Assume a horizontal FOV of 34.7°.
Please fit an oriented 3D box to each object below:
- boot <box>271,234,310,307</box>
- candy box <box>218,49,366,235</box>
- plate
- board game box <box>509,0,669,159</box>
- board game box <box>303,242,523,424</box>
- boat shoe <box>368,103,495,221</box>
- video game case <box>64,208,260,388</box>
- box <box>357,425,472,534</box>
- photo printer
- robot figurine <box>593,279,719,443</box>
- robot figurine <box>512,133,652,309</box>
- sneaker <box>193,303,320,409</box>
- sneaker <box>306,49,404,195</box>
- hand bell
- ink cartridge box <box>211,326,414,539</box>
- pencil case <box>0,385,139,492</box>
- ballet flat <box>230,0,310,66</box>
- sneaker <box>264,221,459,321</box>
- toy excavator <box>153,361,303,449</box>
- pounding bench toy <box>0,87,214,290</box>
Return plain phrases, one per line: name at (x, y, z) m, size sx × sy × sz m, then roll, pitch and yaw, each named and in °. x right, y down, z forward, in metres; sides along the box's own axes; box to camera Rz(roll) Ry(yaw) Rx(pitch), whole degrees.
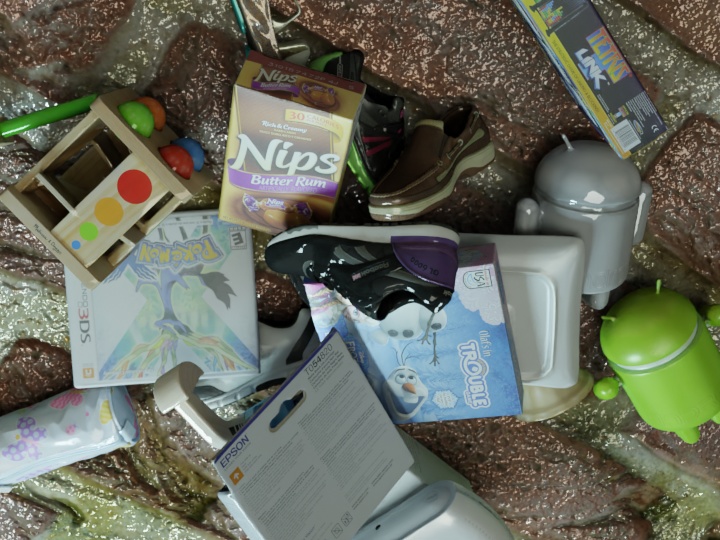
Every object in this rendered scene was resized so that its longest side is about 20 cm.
boot at (0.000, 0.000, 1.263) m, size 0.132 × 0.070 × 0.200 m, roll -33°, pitch 127°, yaw 6°
candy box at (-0.071, -0.113, 1.133) m, size 0.117 × 0.056 × 0.200 m, roll 17°, pitch 141°, yaw 1°
plate at (0.135, 0.051, 1.231) m, size 0.199 × 0.032 × 0.200 m, roll 2°, pitch 125°, yaw 10°
board game box at (0.205, -0.223, 1.115) m, size 0.057 × 0.165 × 0.200 m, roll -34°, pitch 117°, yaw 12°
board game box at (0.060, 0.073, 1.214) m, size 0.199 × 0.043 × 0.200 m, roll -7°, pitch 123°, yaw 13°
boat shoe at (0.065, -0.115, 1.153) m, size 0.075 × 0.202 × 0.075 m, roll 1°, pitch 115°, yaw 32°
video game case at (-0.212, 0.029, 1.231) m, size 0.200 × 0.022 × 0.182 m, roll -4°, pitch 96°, yaw -6°
box at (0.031, 0.267, 1.377) m, size 0.200 × 0.098 × 0.124 m, roll 40°, pitch 105°, yaw -23°
photo printer at (0.079, 0.340, 1.326) m, size 0.200 × 0.069 × 0.166 m, roll -34°, pitch 116°, yaw 9°
robot figurine at (0.352, 0.104, 1.329) m, size 0.175 × 0.116 × 0.200 m, roll -34°, pitch 116°, yaw 2°
robot figurine at (0.238, -0.054, 1.235) m, size 0.169 × 0.113 × 0.200 m, roll -12°, pitch 120°, yaw -25°
sneaker at (-0.126, 0.098, 1.295) m, size 0.200 × 0.074 × 0.080 m, roll -21°, pitch 100°, yaw -1°
sneaker at (0.018, -0.138, 1.184) m, size 0.084 × 0.077 × 0.200 m, roll -30°, pitch 120°, yaw 5°
hand bell at (0.179, 0.061, 1.315) m, size 0.104 × 0.104 × 0.200 m, roll -26°, pitch 105°, yaw 6°
ink cartridge box at (-0.052, 0.192, 1.179) m, size 0.200 × 0.041 × 0.200 m, roll -46°, pitch 122°, yaw -30°
pencil case at (-0.349, 0.187, 1.287) m, size 0.200 × 0.091 × 0.083 m, roll -21°, pitch 117°, yaw 2°
ballet flat at (-0.087, -0.231, 1.129) m, size 0.067 × 0.068 × 0.200 m, roll -17°, pitch 120°, yaw -7°
sneaker at (-0.005, 0.004, 1.117) m, size 0.200 × 0.088 × 0.076 m, roll -2°, pitch 162°, yaw 22°
toy excavator at (-0.115, 0.178, 1.221) m, size 0.100 × 0.200 × 0.195 m, roll -33°, pitch 81°, yaw 19°
pounding bench toy at (-0.263, -0.116, 1.123) m, size 0.156 × 0.124 × 0.200 m, roll -42°, pitch 98°, yaw 11°
